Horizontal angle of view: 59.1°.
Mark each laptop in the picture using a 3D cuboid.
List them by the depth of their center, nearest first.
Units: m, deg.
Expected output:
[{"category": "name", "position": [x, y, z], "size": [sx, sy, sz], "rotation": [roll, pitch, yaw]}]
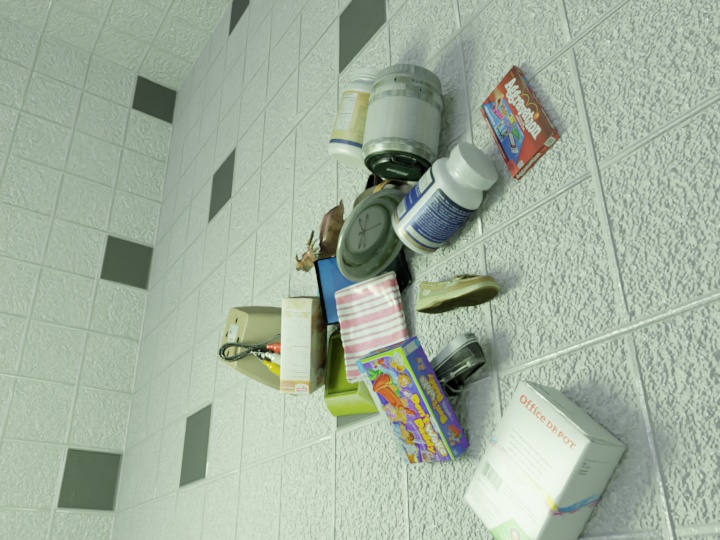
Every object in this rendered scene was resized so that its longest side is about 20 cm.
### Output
[{"category": "laptop", "position": [0.000, 0.000, 1.373], "size": [0.200, 0.101, 0.180], "rotation": [-47, 43, 38]}]

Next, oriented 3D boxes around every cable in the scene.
[{"category": "cable", "position": [-0.241, 0.187, 1.500], "size": [0.050, 0.195, 0.100], "rotation": [51, -129, -82]}]

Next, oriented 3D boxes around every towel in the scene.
[{"category": "towel", "position": [0.022, 0.112, 1.283], "size": [0.144, 0.030, 0.204], "rotation": [-20, 65, 22]}]

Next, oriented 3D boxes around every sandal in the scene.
[{"category": "sandal", "position": [0.068, -0.155, 1.315], "size": [0.196, 0.054, 0.082], "rotation": [-6, 65, 28]}]

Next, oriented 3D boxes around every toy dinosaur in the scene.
[{"category": "toy dinosaur", "position": [-0.074, -0.087, 1.509], "size": [0.085, 0.133, 0.205], "rotation": [-4, 71, 57]}]

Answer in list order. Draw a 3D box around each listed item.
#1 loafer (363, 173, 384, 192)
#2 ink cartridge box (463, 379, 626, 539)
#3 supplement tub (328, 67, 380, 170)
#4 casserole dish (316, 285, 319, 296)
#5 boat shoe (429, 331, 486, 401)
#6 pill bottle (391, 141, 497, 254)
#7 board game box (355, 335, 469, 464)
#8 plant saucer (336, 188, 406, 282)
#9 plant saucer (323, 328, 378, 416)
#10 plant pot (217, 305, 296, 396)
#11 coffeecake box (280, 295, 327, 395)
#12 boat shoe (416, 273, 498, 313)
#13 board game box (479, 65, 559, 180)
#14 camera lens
[{"category": "loafer", "position": [0.009, -0.123, 1.391], "size": [0.071, 0.063, 0.203], "rotation": [-3, 54, 39]}, {"category": "ink cartridge box", "position": [0.245, 0.277, 0.868], "size": [0.145, 0.083, 0.204], "rotation": [42, 112, 56]}, {"category": "supplement tub", "position": [0.015, -0.349, 1.479], "size": [0.143, 0.142, 0.205], "rotation": [14, 88, 59]}, {"category": "casserole dish", "position": [-0.053, 0.054, 1.505], "size": [0.198, 0.038, 0.124], "rotation": [-16, 64, 54]}, {"category": "boat shoe", "position": [0.143, 0.187, 1.087], "size": [0.064, 0.069, 0.201], "rotation": [61, 139, 28]}, {"category": "pill bottle", "position": [0.155, -0.133, 1.177], "size": [0.200, 0.114, 0.118], "rotation": [-47, 40, 36]}, {"category": "board game box", "position": [0.086, 0.225, 1.086], "size": [0.134, 0.044, 0.203], "rotation": [-27, 90, 50]}, {"category": "plant saucer", "position": [0.018, -0.077, 1.261], "size": [0.050, 0.198, 0.203], "rotation": [36, 108, 35]}, {"category": "plant saucer", "position": [-0.019, 0.203, 1.369], "size": [0.199, 0.047, 0.205], "rotation": [-23, 58, 52]}, {"category": "plant pot", "position": [-0.253, 0.189, 1.633], "size": [0.198, 0.174, 0.205], "rotation": [8, 84, 59]}, {"category": "coffeecake box", "position": [-0.123, 0.162, 1.417], "size": [0.153, 0.071, 0.206], "rotation": [3, -91, -80]}, {"category": "boat shoe", "position": [0.166, 0.031, 1.127], "size": [0.200, 0.072, 0.065], "rotation": [-27, 58, 60]}, {"category": "board game box", "position": [0.278, -0.266, 1.132], "size": [0.103, 0.019, 0.203], "rotation": [-48, 39, 35]}, {"category": "camera lens", "position": [0.088, -0.298, 1.320], "size": [0.159, 0.157, 0.205], "rotation": [-14, 64, 55]}]
